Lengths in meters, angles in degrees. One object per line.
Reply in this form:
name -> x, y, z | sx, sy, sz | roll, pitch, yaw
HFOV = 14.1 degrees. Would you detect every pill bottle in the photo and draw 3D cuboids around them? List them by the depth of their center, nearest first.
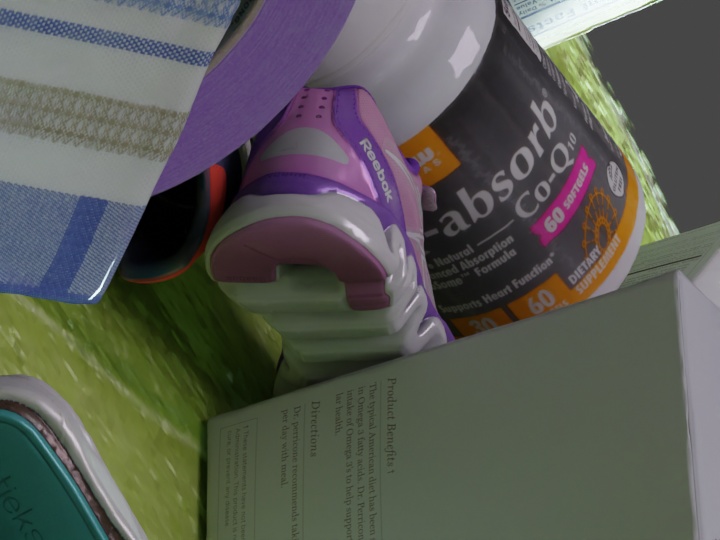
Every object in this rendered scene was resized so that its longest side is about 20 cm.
pill bottle -> 0.023, -0.062, 1.180 | 0.200, 0.116, 0.117 | 47, 36, -39

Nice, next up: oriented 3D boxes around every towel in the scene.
towel -> -0.104, -0.083, 0.856 | 0.146, 0.201, 0.024 | 8, 28, -34

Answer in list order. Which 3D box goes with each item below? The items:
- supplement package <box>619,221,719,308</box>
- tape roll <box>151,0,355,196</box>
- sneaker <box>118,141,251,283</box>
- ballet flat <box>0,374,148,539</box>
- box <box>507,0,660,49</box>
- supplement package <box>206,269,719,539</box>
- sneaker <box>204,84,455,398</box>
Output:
supplement package -> 0.113, 0.074, 1.263 | 0.122, 0.119, 0.200 | 68, 27, -10
tape roll -> -0.096, -0.117, 0.894 | 0.200, 0.200, 0.066 | 48, 2, -39
sneaker -> -0.099, -0.082, 1.006 | 0.200, 0.075, 0.085 | 58, 26, -27
ballet flat -> -0.078, 0.119, 0.949 | 0.201, 0.069, 0.069 | 65, 28, -13
box -> 0.065, -0.233, 1.303 | 0.200, 0.096, 0.176 | 59, 12, -49
supplement package -> 0.056, 0.099, 1.052 | 0.117, 0.199, 0.117 | 39, 42, -47
sneaker -> 0.000, 0.000, 1.089 | 0.200, 0.080, 0.089 | 68, 23, -57
